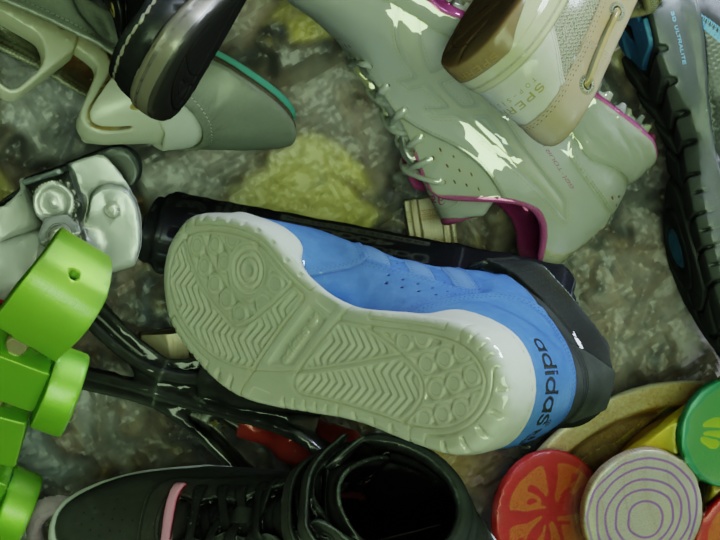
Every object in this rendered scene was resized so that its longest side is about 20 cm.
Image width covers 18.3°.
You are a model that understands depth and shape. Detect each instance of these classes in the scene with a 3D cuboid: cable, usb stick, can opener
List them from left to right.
[{"bbox_3d":[-0.189,-0.002,1.000,0.199,0.066,0.053,-18,97,2],"label":"can opener"},{"bbox_3d":[-0.072,0.055,1.020,0.199,0.050,0.097,9,97,8],"label":"cable"},{"bbox_3d":[0.000,0.000,1.009,0.199,0.055,0.033,11,118,4],"label":"usb stick"}]

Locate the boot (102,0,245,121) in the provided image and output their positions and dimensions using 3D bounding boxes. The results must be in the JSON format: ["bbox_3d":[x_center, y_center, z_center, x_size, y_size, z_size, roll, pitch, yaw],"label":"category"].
[{"bbox_3d":[-0.115,-0.145,0.926,0.150,0.200,0.073,30,118,-7],"label":"boot"}]

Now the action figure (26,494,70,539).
[{"bbox_3d":[-0.036,0.156,1.043,0.200,0.134,0.149,-24,60,-17],"label":"action figure"}]

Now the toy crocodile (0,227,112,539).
[{"bbox_3d":[-0.164,0.064,0.984,0.067,0.062,0.200,21,128,-9],"label":"toy crocodile"}]

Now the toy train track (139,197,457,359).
[{"bbox_3d":[-0.002,0.029,1.045,0.199,0.033,0.115,-7,99,-7],"label":"toy train track"}]

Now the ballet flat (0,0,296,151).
[{"bbox_3d":[-0.125,-0.090,0.986,0.200,0.067,0.064,31,66,-8],"label":"ballet flat"}]

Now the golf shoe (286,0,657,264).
[{"bbox_3d":[0.038,-0.075,1.015,0.200,0.075,0.092,31,92,-11],"label":"golf shoe"}]

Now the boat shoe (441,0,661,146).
[{"bbox_3d":[0.106,-0.137,0.987,0.065,0.072,0.200,42,54,-15],"label":"boat shoe"}]

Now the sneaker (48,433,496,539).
[{"bbox_3d":[-0.038,0.102,0.938,0.199,0.099,0.071,5,62,6],"label":"sneaker"}]

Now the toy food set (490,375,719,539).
[{"bbox_3d":[0.147,0.148,1.070,0.200,0.049,0.198,-38,108,-6],"label":"toy food set"}]

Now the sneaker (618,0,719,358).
[{"bbox_3d":[0.181,-0.047,1.043,0.082,0.073,0.201,-15,102,-9],"label":"sneaker"}]

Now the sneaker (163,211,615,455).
[{"bbox_3d":[0.015,0.025,0.951,0.111,0.200,0.077,-1,105,-50],"label":"sneaker"}]
